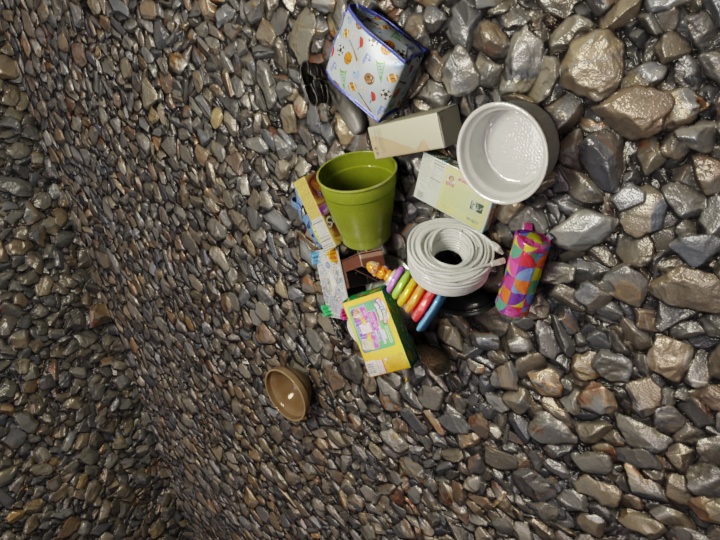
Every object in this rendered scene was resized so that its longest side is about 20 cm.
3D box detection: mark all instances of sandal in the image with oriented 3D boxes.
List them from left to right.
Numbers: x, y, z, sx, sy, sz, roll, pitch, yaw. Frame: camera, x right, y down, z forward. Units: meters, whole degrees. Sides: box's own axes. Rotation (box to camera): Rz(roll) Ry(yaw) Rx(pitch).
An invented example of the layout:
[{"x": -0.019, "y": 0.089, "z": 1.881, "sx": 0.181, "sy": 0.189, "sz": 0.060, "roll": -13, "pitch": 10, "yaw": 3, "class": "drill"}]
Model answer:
[{"x": -0.139, "y": -0.158, "z": 1.654, "sx": 0.087, "sy": 0.079, "sz": 0.203, "roll": -26, "pitch": 85, "yaw": 50, "class": "sandal"}]

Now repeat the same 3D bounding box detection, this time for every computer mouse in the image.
[{"x": -0.035, "y": 0.112, "z": 1.722, "sx": 0.200, "sy": 0.046, "sz": 0.142, "roll": -44, "pitch": 68, "yaw": 46, "class": "computer mouse"}]

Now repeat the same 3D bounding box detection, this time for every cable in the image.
[{"x": 0.202, "y": -0.034, "z": 1.314, "sx": 0.201, "sy": 0.197, "sz": 0.070, "roll": 53, "pitch": 158, "yaw": 34, "class": "cable"}]

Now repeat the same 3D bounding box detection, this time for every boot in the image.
[{"x": -0.072, "y": -0.413, "z": 1.411, "sx": 0.069, "sy": 0.131, "sz": 0.203, "roll": -22, "pitch": 95, "yaw": 45, "class": "boot"}, {"x": 0.220, "y": 0.018, "z": 1.405, "sx": 0.198, "sy": 0.076, "sz": 0.171, "roll": 2, "pitch": 116, "yaw": 49, "class": "boot"}]

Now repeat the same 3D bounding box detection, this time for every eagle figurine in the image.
[{"x": 0.131, "y": 0.219, "z": 1.538, "sx": 0.198, "sy": 0.151, "sz": 0.153, "roll": -19, "pitch": 99, "yaw": 45, "class": "eagle figurine"}]

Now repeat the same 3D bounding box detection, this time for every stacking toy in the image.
[{"x": 0.099, "y": 0.035, "z": 1.350, "sx": 0.198, "sy": 0.116, "sz": 0.111, "roll": 34, "pitch": 113, "yaw": 5, "class": "stacking toy"}]

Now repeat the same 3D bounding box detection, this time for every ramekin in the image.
[{"x": 0.304, "y": -0.245, "z": 1.176, "sx": 0.198, "sy": 0.097, "sz": 0.204, "roll": 22, "pitch": 125, "yaw": 34, "class": "ramekin"}]

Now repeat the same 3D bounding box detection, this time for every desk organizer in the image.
[{"x": 0.000, "y": 0.000, "z": 1.542, "sx": 0.200, "sy": 0.070, "sz": 0.079, "roll": 160, "pitch": 98, "yaw": -68, "class": "desk organizer"}]

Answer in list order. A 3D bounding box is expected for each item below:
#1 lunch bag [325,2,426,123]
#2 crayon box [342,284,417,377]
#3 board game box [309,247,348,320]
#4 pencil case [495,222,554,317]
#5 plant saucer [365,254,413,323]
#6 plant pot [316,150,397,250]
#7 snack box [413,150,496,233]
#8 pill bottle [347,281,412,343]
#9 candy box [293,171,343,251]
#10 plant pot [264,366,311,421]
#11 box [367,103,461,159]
[{"x": 0.023, "y": -0.470, "z": 1.303, "sx": 0.199, "sy": 0.124, "sz": 0.171, "roll": 39, "pitch": 134, "yaw": 10, "class": "lunch bag"}, {"x": 0.048, "y": 0.147, "z": 1.411, "sx": 0.117, "sy": 0.058, "sz": 0.203, "roll": -18, "pitch": 96, "yaw": 28, "class": "crayon box"}, {"x": -0.088, "y": 0.040, "z": 1.657, "sx": 0.199, "sy": 0.025, "sz": 0.204, "roll": 177, "pitch": 80, "yaw": -68, "class": "board game box"}, {"x": 0.356, "y": 0.004, "z": 1.273, "sx": 0.088, "sy": 0.088, "sz": 0.203, "roll": 28, "pitch": 126, "yaw": 29, "class": "pencil case"}, {"x": 0.079, "y": 0.060, "z": 1.578, "sx": 0.198, "sy": 0.050, "sz": 0.204, "roll": 21, "pitch": 125, "yaw": 33, "class": "plant saucer"}, {"x": 0.004, "y": -0.164, "z": 1.448, "sx": 0.198, "sy": 0.200, "sz": 0.196, "roll": 20, "pitch": 136, "yaw": 34, "class": "plant pot"}, {"x": 0.220, "y": -0.184, "z": 1.329, "sx": 0.198, "sy": 0.037, "sz": 0.118, "roll": 33, "pitch": 131, "yaw": 26, "class": "snack box"}, {"x": 0.062, "y": 0.105, "z": 1.490, "sx": 0.200, "sy": 0.113, "sz": 0.115, "roll": -42, "pitch": 81, "yaw": 28, "class": "pill bottle"}, {"x": -0.086, "y": -0.168, "z": 1.564, "sx": 0.056, "sy": 0.116, "sz": 0.203, "roll": -18, "pitch": 100, "yaw": 46, "class": "candy box"}, {"x": -0.234, "y": 0.414, "z": 2.022, "sx": 0.199, "sy": 0.092, "sz": 0.204, "roll": 21, "pitch": 124, "yaw": 35, "class": "plant pot"}, {"x": 0.124, "y": -0.312, "z": 1.312, "sx": 0.198, "sy": 0.094, "sz": 0.079, "roll": 1, "pitch": 114, "yaw": 44, "class": "box"}]
